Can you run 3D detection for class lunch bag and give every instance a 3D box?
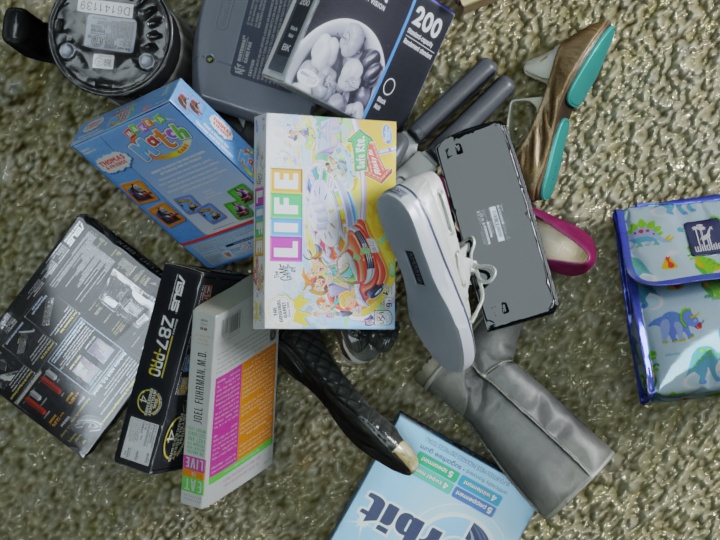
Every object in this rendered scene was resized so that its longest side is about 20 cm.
[{"bbox_3d":[0.349,0.023,1.452,0.170,0.127,0.200,-7,78,4],"label":"lunch bag"}]

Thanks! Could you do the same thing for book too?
[{"bbox_3d":[-0.127,0.117,1.428,0.048,0.134,0.200,13,109,19],"label":"book"}]

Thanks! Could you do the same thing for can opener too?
[{"bbox_3d":[0.074,-0.138,1.460,0.200,0.067,0.053,-44,85,-8],"label":"can opener"}]

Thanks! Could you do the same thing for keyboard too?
[{"bbox_3d":[0.122,-0.041,1.445,0.104,0.040,0.200,-15,85,1],"label":"keyboard"}]

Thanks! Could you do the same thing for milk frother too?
[{"bbox_3d":[-0.237,-0.270,1.423,0.180,0.188,0.200,25,91,1],"label":"milk frother"}]

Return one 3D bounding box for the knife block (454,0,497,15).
[{"bbox_3d":[0.207,-0.327,1.470,0.175,0.064,0.200,24,92,2],"label":"knife block"}]

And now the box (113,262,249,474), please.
[{"bbox_3d":[-0.167,0.096,1.442,0.049,0.161,0.200,15,91,17],"label":"box"}]

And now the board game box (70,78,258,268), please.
[{"bbox_3d":[-0.160,-0.088,1.414,0.200,0.151,0.037,44,49,-30],"label":"board game box"}]

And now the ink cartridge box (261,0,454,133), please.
[{"bbox_3d":[0.011,-0.247,1.421,0.043,0.198,0.200,23,92,37],"label":"ink cartridge box"}]

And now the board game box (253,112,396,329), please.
[{"bbox_3d":[-0.033,-0.044,1.374,0.134,0.034,0.200,1,88,-24],"label":"board game box"}]

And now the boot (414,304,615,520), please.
[{"bbox_3d":[0.177,0.121,1.464,0.200,0.073,0.182,42,93,13],"label":"boot"}]

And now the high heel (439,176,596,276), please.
[{"bbox_3d":[0.141,-0.046,1.463,0.200,0.096,0.067,27,92,1],"label":"high heel"}]

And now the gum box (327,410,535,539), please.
[{"bbox_3d":[0.065,0.274,1.498,0.170,0.045,0.200,30,92,1],"label":"gum box"}]

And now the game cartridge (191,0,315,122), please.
[{"bbox_3d":[-0.096,-0.241,1.453,0.133,0.041,0.200,18,70,-16],"label":"game cartridge"}]

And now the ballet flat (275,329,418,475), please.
[{"bbox_3d":[-0.009,0.126,1.467,0.057,0.066,0.200,-36,72,-24],"label":"ballet flat"}]

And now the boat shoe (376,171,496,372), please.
[{"bbox_3d":[0.084,-0.004,1.386,0.086,0.075,0.202,-34,115,-28],"label":"boat shoe"}]

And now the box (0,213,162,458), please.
[{"bbox_3d":[-0.284,0.066,1.501,0.158,0.050,0.200,37,92,0],"label":"box"}]

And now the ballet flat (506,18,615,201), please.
[{"bbox_3d":[0.191,-0.170,1.483,0.072,0.068,0.200,23,96,20],"label":"ballet flat"}]

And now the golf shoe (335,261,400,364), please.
[{"bbox_3d":[0.000,0.000,1.482,0.078,0.095,0.200,12,65,-10],"label":"golf shoe"}]

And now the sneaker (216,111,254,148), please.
[{"bbox_3d":[-0.116,-0.109,1.487,0.112,0.073,0.200,-21,82,5],"label":"sneaker"}]
